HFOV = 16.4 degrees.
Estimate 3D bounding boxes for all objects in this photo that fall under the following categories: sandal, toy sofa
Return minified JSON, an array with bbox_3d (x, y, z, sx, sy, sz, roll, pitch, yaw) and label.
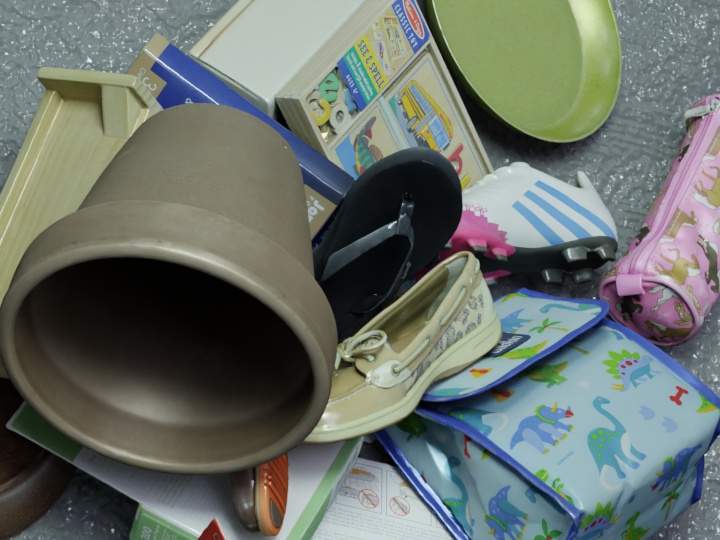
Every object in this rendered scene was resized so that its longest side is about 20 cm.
[{"bbox_3d":[0.000,0.001,1.656,0.076,0.200,0.043,28,30,-24],"label":"sandal"},{"bbox_3d":[-0.187,-0.023,1.600,0.082,0.098,0.201,7,64,30],"label":"toy sofa"}]

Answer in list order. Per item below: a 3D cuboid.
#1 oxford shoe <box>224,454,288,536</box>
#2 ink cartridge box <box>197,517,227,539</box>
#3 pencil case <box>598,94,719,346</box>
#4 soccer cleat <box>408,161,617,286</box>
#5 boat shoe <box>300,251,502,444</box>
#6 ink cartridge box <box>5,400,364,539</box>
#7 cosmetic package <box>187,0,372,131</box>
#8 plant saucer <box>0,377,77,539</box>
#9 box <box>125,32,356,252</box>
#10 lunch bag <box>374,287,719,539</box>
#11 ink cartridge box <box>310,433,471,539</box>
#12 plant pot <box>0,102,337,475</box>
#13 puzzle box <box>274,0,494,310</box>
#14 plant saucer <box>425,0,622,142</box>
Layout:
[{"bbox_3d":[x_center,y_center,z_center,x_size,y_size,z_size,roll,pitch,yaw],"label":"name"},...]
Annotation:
[{"bbox_3d":[-0.093,0.085,1.593,0.072,0.071,0.201,-16,56,2],"label":"oxford shoe"},{"bbox_3d":[-0.080,0.266,1.511,0.043,0.174,0.201,-22,77,-21],"label":"ink cartridge box"},{"bbox_3d":[0.246,-0.039,1.837,0.086,0.083,0.201,33,60,-7],"label":"pencil case"},{"bbox_3d":[0.092,-0.035,1.753,0.199,0.070,0.087,1,59,-36],"label":"soccer cleat"},{"bbox_3d":[0.016,0.052,1.629,0.200,0.073,0.063,-34,118,-45],"label":"boat shoe"},{"bbox_3d":[-0.113,0.114,1.623,0.199,0.048,0.146,27,48,7],"label":"ink cartridge box"},{"bbox_3d":[-0.039,-0.165,1.755,0.073,0.104,0.200,32,56,13],"label":"cosmetic package"},{"bbox_3d":[-0.267,0.079,1.600,0.199,0.034,0.201,9,65,-20],"label":"plant saucer"},{"bbox_3d":[-0.090,-0.055,1.682,0.200,0.121,0.032,35,32,-5],"label":"box"},{"bbox_3d":[0.120,0.103,1.695,0.170,0.128,0.200,-28,54,-37],"label":"lunch bag"},{"bbox_3d":[0.009,0.196,1.667,0.160,0.050,0.201,15,44,-16],"label":"ink cartridge box"},{"bbox_3d":[-0.106,-0.003,1.511,0.199,0.201,0.175,22,45,-12],"label":"plant pot"},{"bbox_3d":[0.027,-0.080,1.734,0.133,0.025,0.201,-49,127,-31],"label":"puzzle box"},{"bbox_3d":[0.115,-0.185,1.849,0.199,0.031,0.201,19,61,-38],"label":"plant saucer"}]
